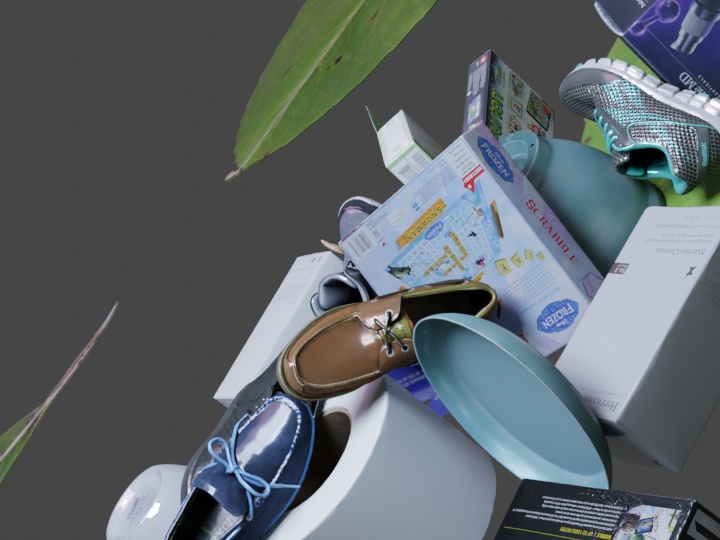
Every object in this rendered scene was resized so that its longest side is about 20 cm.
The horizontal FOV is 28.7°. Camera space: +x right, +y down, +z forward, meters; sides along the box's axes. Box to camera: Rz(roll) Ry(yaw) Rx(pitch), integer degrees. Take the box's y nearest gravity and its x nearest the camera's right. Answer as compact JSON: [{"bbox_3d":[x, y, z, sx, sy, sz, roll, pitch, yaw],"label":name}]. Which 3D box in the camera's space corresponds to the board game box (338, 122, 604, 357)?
[{"bbox_3d":[0.102,0.001,1.265,0.041,0.200,0.200,-35,-3,-44],"label":"board game box"}]

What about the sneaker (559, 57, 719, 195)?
[{"bbox_3d":[0.249,-0.130,1.285,0.091,0.078,0.200,-48,45,-15],"label":"sneaker"}]

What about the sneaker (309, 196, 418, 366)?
[{"bbox_3d":[0.000,0.000,1.401,0.075,0.114,0.200,-42,55,30],"label":"sneaker"}]

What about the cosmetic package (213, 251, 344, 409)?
[{"bbox_3d":[-0.063,0.090,1.596,0.085,0.108,0.200,-7,46,60],"label":"cosmetic package"}]

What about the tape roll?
[{"bbox_3d":[0.003,0.202,1.248,0.203,0.139,0.203,-42,24,23],"label":"tape roll"}]

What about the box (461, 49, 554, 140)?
[{"bbox_3d":[0.161,-0.145,1.524,0.035,0.110,0.200,-37,25,32],"label":"box"}]

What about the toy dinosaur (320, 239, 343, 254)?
[{"bbox_3d":[0.032,-0.028,1.513,0.200,0.058,0.101,-34,45,47],"label":"toy dinosaur"}]

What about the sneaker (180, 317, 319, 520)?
[{"bbox_3d":[-0.088,0.139,1.255,0.104,0.060,0.200,-32,25,48],"label":"sneaker"}]

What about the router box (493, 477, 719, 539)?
[{"bbox_3d":[0.159,0.232,1.015,0.200,0.051,0.149,-6,51,61],"label":"router box"}]

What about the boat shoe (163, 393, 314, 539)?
[{"bbox_3d":[-0.105,0.193,1.173,0.084,0.069,0.200,24,83,30],"label":"boat shoe"}]

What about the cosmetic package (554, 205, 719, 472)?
[{"bbox_3d":[0.238,0.050,1.109,0.200,0.081,0.113,-57,24,-17],"label":"cosmetic package"}]

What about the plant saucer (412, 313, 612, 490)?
[{"bbox_3d":[0.123,0.105,1.101,0.027,0.200,0.200,-43,18,-21],"label":"plant saucer"}]

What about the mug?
[{"bbox_3d":[-0.166,0.296,1.377,0.148,0.175,0.200,-14,42,56],"label":"mug"}]

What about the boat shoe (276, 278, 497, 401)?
[{"bbox_3d":[0.024,0.049,1.183,0.200,0.072,0.068,-24,-2,-26],"label":"boat shoe"}]

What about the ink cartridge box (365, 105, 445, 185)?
[{"bbox_3d":[0.079,-0.122,1.598,0.048,0.146,0.200,-42,23,15],"label":"ink cartridge box"}]

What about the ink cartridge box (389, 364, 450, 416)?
[{"bbox_3d":[0.062,0.074,1.459,0.198,0.047,0.200,-30,29,44],"label":"ink cartridge box"}]

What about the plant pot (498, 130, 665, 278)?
[{"bbox_3d":[0.167,-0.047,1.329,0.200,0.134,0.200,-41,24,22],"label":"plant pot"}]

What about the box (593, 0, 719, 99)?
[{"bbox_3d":[0.343,-0.254,1.296,0.200,0.148,0.104,-45,23,16],"label":"box"}]
